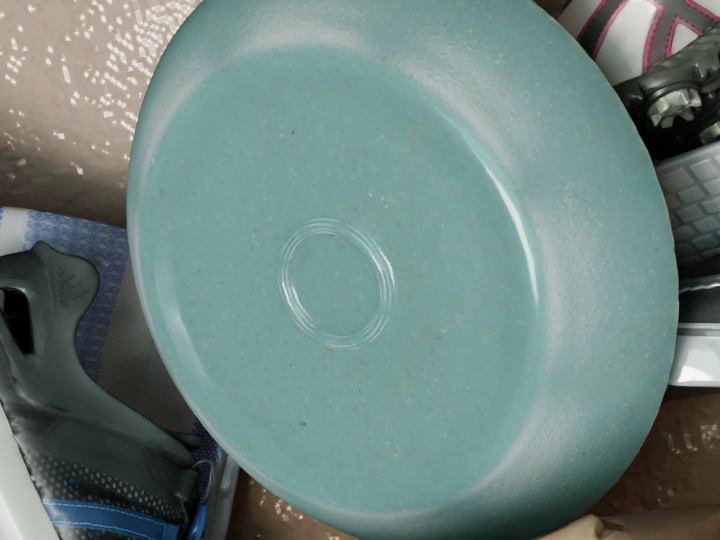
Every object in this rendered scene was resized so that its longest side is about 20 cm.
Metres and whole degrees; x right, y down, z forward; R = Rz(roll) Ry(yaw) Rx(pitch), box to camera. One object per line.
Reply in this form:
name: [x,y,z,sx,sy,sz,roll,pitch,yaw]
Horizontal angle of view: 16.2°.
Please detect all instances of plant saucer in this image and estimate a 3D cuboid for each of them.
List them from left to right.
plant saucer: [0.000,0.000,0.777,0.200,0.036,0.201,12,113,30]

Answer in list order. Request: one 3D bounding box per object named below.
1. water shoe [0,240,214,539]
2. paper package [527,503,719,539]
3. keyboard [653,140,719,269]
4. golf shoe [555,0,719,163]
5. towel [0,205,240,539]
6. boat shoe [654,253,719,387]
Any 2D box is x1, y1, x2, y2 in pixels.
water shoe: [-0.076,0.087,0.819,0.079,0.071,0.200,-30,104,-16]
paper package: [0.036,0.187,0.733,0.190,0.103,0.201,-20,74,32]
keyboard: [0.051,0.000,0.819,0.200,0.056,0.011,-19,57,23]
golf shoe: [0.101,-0.087,0.780,0.200,0.077,0.088,-28,73,18]
towel: [-0.132,0.050,0.847,0.199,0.024,0.147,12,96,-19]
boat shoe: [0.155,0.005,0.775,0.199,0.069,0.057,-2,91,16]
